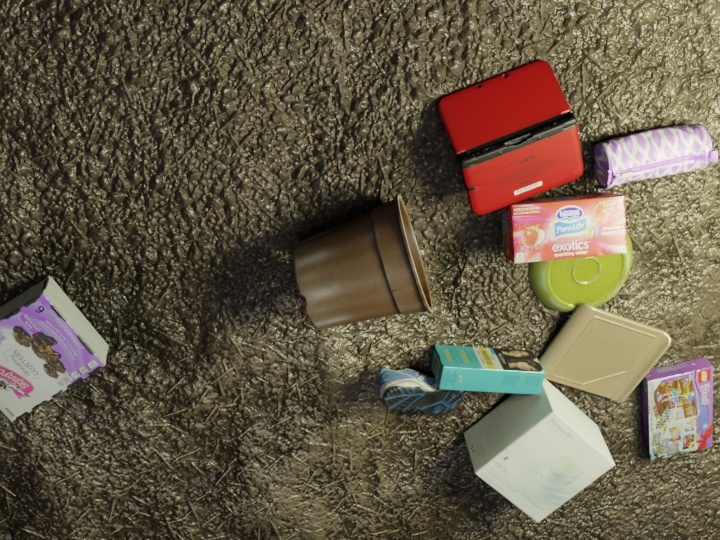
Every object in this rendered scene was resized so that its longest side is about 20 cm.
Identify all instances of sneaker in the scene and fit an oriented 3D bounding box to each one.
[{"bbox_3d":[0.114,0.218,1.694,0.198,0.077,0.076,18,117,-37],"label":"sneaker"}]

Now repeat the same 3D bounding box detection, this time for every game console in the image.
[{"bbox_3d":[0.246,-0.216,1.495,0.197,0.119,0.174,-20,130,2],"label":"game console"}]

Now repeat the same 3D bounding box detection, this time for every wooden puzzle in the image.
[{"bbox_3d":[0.457,0.155,1.727,0.198,0.037,0.186,20,123,-13],"label":"wooden puzzle"}]

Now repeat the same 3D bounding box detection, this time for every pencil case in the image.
[{"bbox_3d":[0.492,-0.194,1.544,0.197,0.086,0.085,-14,116,-3],"label":"pencil case"}]

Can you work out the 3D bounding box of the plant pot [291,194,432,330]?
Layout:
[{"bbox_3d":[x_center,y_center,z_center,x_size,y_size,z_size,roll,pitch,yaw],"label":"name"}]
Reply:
[{"bbox_3d":[0.000,0.000,1.508,0.195,0.201,0.202,-16,118,7],"label":"plant pot"}]

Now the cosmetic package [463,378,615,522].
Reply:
[{"bbox_3d":[0.343,0.344,1.754,0.199,0.123,0.200,39,108,-25],"label":"cosmetic package"}]

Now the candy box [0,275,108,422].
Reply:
[{"bbox_3d":[-0.559,0.135,1.542,0.198,0.072,0.169,-31,117,6],"label":"candy box"}]

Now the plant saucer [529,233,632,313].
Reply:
[{"bbox_3d":[0.406,-0.005,1.653,0.197,0.031,0.203,-4,117,-7],"label":"plant saucer"}]

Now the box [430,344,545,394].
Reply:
[{"bbox_3d":[0.235,0.183,1.689,0.197,0.083,0.050,4,115,-11],"label":"box"}]

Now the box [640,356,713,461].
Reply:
[{"bbox_3d":[0.634,0.280,1.825,0.135,0.039,0.203,-12,117,-3],"label":"box"}]

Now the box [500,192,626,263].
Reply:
[{"bbox_3d":[0.344,-0.074,1.553,0.197,0.096,0.101,-5,98,-2],"label":"box"}]
